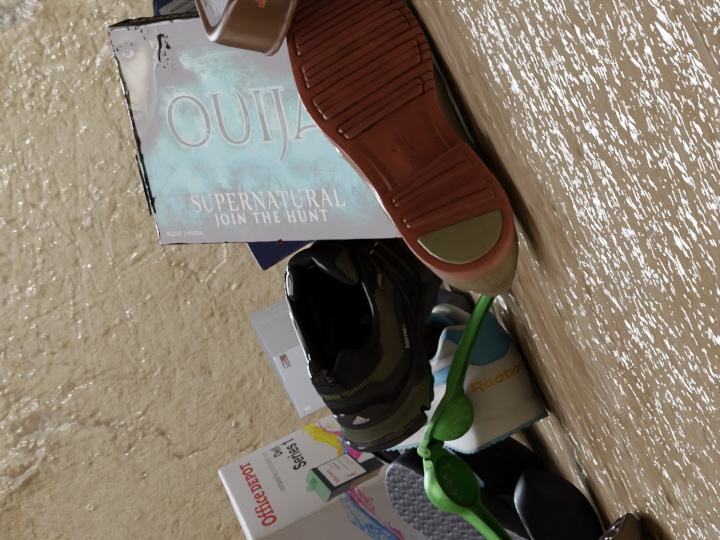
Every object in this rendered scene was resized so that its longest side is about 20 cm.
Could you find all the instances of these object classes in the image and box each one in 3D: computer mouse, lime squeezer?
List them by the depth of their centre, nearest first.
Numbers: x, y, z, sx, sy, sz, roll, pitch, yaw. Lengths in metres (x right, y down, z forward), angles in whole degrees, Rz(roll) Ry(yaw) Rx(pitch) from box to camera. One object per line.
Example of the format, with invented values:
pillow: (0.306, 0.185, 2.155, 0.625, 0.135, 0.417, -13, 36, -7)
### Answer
lime squeezer: (0.063, 0.101, 1.471, 0.071, 0.038, 0.200, 4, 110, 46)
computer mouse: (0.154, 0.200, 1.504, 0.200, 0.034, 0.059, 57, -166, 4)

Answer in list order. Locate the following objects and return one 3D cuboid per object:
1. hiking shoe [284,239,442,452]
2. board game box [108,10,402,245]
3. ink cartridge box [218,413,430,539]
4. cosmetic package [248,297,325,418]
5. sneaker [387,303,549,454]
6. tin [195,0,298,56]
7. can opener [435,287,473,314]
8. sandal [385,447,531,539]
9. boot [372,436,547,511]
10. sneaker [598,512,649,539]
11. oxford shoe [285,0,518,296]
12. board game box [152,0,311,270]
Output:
hiking shoe: (0.000, 0.000, 1.483, 0.101, 0.076, 0.200, 52, -154, -49)
board game box: (-0.054, -0.083, 1.443, 0.200, 0.028, 0.135, -2, 106, 44)
ink cartridge box: (0.006, 0.166, 1.938, 0.084, 0.200, 0.145, 66, 175, -23)
cosmetic package: (-0.087, 0.119, 3.645, 0.107, 0.090, 0.200, 66, 173, -23)
sneaker: (0.044, 0.064, 1.580, 0.200, 0.076, 0.081, -9, 105, 62)
tin: (-0.060, -0.187, 1.359, 0.200, 0.042, 0.112, -112, 37, -65)
can opener: (0.035, 0.022, 1.731, 0.067, 0.053, 0.200, 64, 176, -10)
sandal: (0.101, 0.170, 1.607, 0.200, 0.043, 0.076, 37, 144, 27)
boot: (0.069, 0.127, 1.745, 0.200, 0.066, 0.165, 33, 171, 42)
sneaker: (0.144, 0.182, 1.378, 0.076, 0.070, 0.200, 45, 177, 8)
oxford shoe: (0.019, -0.068, 1.305, 0.200, 0.071, 0.074, 65, -176, 24)
board game box: (-0.061, -0.100, 1.744, 0.200, 0.062, 0.200, 61, -167, 8)
